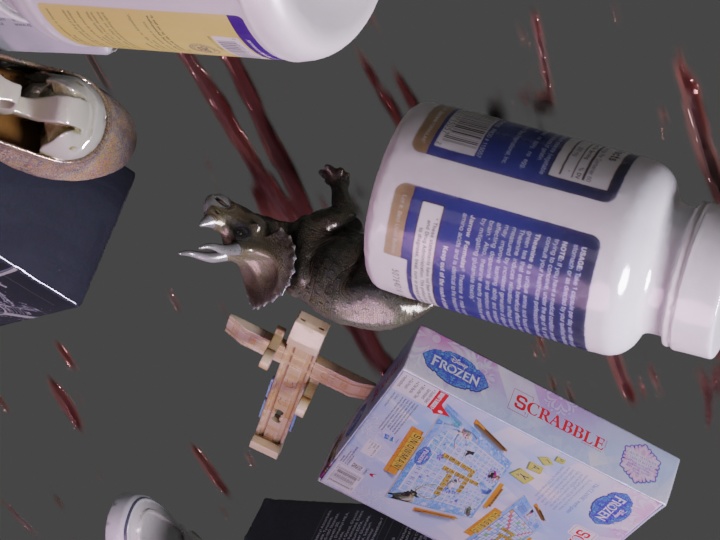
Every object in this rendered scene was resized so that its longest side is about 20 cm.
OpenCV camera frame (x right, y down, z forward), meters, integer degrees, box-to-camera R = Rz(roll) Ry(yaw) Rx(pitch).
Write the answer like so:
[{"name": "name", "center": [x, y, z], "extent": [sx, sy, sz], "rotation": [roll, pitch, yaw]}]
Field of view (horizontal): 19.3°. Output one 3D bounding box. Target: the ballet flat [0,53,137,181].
[{"name": "ballet flat", "center": [-0.208, -0.098, 1.275], "extent": [0.199, 0.069, 0.067], "rotation": [13, 171, -36]}]

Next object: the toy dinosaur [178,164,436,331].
[{"name": "toy dinosaur", "center": [0.000, 0.000, 1.290], "extent": [0.199, 0.103, 0.077], "rotation": [22, 148, 10]}]

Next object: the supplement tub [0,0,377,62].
[{"name": "supplement tub", "center": [-0.097, -0.183, 1.063], "extent": [0.199, 0.146, 0.146], "rotation": [8, 143, 28]}]

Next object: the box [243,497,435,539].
[{"name": "box", "center": [0.024, 0.285, 1.653], "extent": [0.196, 0.124, 0.200], "rotation": [-2, 138, 35]}]

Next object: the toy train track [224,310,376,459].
[{"name": "toy train track", "center": [-0.056, 0.093, 1.525], "extent": [0.114, 0.033, 0.200], "rotation": [25, 149, 2]}]

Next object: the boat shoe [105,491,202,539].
[{"name": "boat shoe", "center": [-0.149, 0.252, 1.782], "extent": [0.065, 0.072, 0.201], "rotation": [3, 141, 26]}]

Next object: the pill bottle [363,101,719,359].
[{"name": "pill bottle", "center": [0.111, -0.018, 1.178], "extent": [0.199, 0.111, 0.111], "rotation": [16, 146, 16]}]

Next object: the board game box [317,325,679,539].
[{"name": "board game box", "center": [0.091, 0.139, 1.472], "extent": [0.199, 0.041, 0.200], "rotation": [28, 148, -4]}]

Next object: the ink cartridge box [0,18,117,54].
[{"name": "ink cartridge box", "center": [-0.254, -0.210, 1.232], "extent": [0.198, 0.041, 0.200], "rotation": [6, 144, 31]}]

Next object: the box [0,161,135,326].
[{"name": "box", "center": [-0.284, -0.056, 1.372], "extent": [0.199, 0.105, 0.182], "rotation": [34, 153, -28]}]
